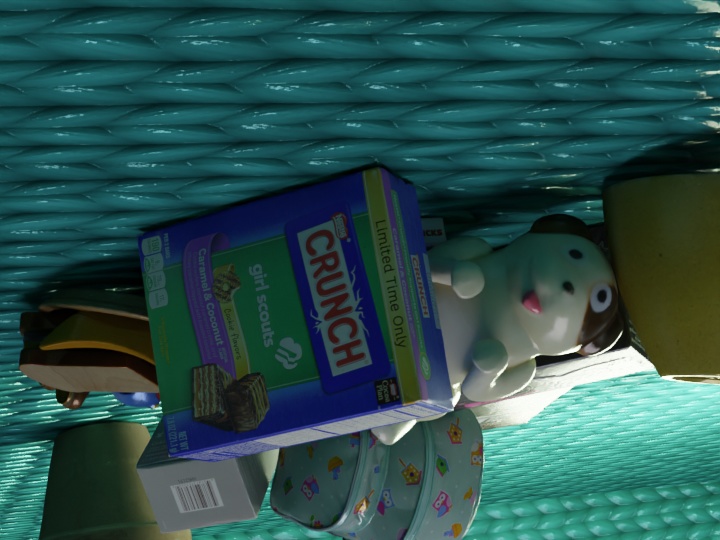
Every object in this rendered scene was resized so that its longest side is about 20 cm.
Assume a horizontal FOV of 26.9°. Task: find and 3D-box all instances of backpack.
[{"bbox_3d":[0.016,0.188,1.455,0.200,0.177,0.153,14,-179,43],"label":"backpack"}]

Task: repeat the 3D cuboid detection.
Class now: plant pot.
[{"bbox_3d":[-0.308,0.279,1.826,0.199,0.175,0.200,-8,166,-2],"label":"plant pot"},{"bbox_3d":[0.281,0.014,1.151,0.199,0.143,0.200,4,173,1],"label":"plant pot"}]

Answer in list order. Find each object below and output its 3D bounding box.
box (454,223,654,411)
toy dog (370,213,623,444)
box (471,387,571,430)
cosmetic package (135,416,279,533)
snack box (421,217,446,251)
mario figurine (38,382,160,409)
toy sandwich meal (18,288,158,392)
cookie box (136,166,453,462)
[{"bbox_3d":[0.147,0.049,1.342,0.199,0.115,0.132,-13,164,18],"label":"box"},{"bbox_3d":[0.105,0.040,1.175,0.199,0.140,0.194,-22,165,25],"label":"toy dog"},{"bbox_3d":[0.153,0.107,1.573,0.199,0.050,0.199,-3,151,-38],"label":"box"},{"bbox_3d":[-0.142,0.172,1.519,0.106,0.090,0.200,-13,-156,12],"label":"cosmetic package"},{"bbox_3d":[0.000,0.000,1.258,0.072,0.024,0.200,-3,164,-22],"label":"snack box"},{"bbox_3d":[-0.198,0.119,1.413,0.199,0.124,0.106,8,137,-33],"label":"mario figurine"},{"bbox_3d":[-0.185,0.069,1.239,0.204,0.071,0.205,11,168,2],"label":"toy sandwich meal"},{"bbox_3d":[-0.048,0.036,1.088,0.199,0.172,0.075,-15,167,20],"label":"cookie box"}]
